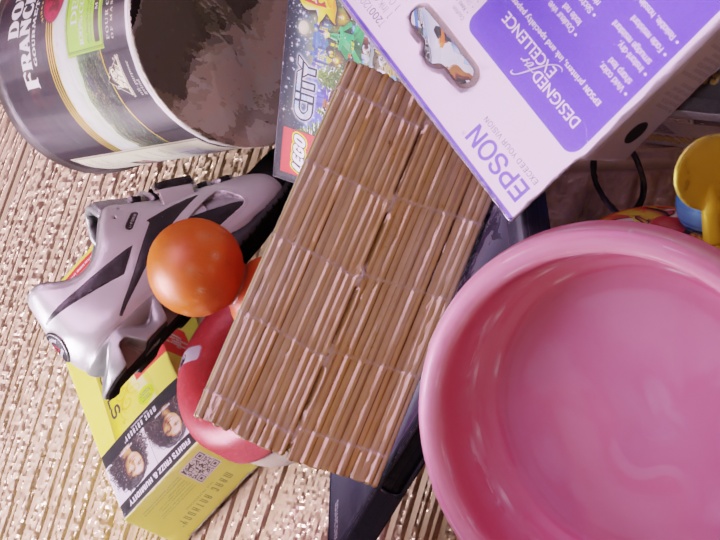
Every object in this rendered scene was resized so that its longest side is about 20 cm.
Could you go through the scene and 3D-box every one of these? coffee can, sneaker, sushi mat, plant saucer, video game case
[{"bbox_3d":[-0.116,-0.138,1.366,0.199,0.146,0.147,-4,63,58],"label":"coffee can"},{"bbox_3d":[-0.108,-0.024,1.313,0.200,0.088,0.074,-45,-8,-30],"label":"sneaker"},{"bbox_3d":[0.000,0.000,1.117,0.012,0.095,0.201,105,-172,-76],"label":"sushi mat"},{"bbox_3d":[0.124,0.071,1.018,0.200,0.202,0.051,-28,5,32],"label":"plant saucer"},{"bbox_3d":[0.037,0.038,1.148,0.201,0.019,0.143,-60,13,24],"label":"video game case"}]

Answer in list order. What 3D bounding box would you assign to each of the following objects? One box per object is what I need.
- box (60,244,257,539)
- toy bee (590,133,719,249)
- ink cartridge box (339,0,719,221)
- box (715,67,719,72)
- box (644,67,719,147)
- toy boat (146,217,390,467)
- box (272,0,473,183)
[{"bbox_3d":[-0.127,0.064,1.357,0.075,0.050,0.201,-46,41,17],"label":"box"},{"bbox_3d":[0.148,0.006,1.061,0.199,0.108,0.132,-8,105,57],"label":"toy bee"},{"bbox_3d":[0.096,-0.154,1.095,0.200,0.043,0.199,-43,60,14],"label":"ink cartridge box"},{"bbox_3d":[0.160,-0.186,1.146,0.144,0.036,0.201,-40,41,21],"label":"box"},{"bbox_3d":[0.188,-0.141,1.154,0.199,0.048,0.159,10,74,49],"label":"box"},{"bbox_3d":[-0.052,0.015,1.211,0.200,0.130,0.131,-50,21,50],"label":"toy boat"},{"bbox_3d":[0.023,-0.131,1.228,0.136,0.038,0.202,19,113,34],"label":"box"}]
